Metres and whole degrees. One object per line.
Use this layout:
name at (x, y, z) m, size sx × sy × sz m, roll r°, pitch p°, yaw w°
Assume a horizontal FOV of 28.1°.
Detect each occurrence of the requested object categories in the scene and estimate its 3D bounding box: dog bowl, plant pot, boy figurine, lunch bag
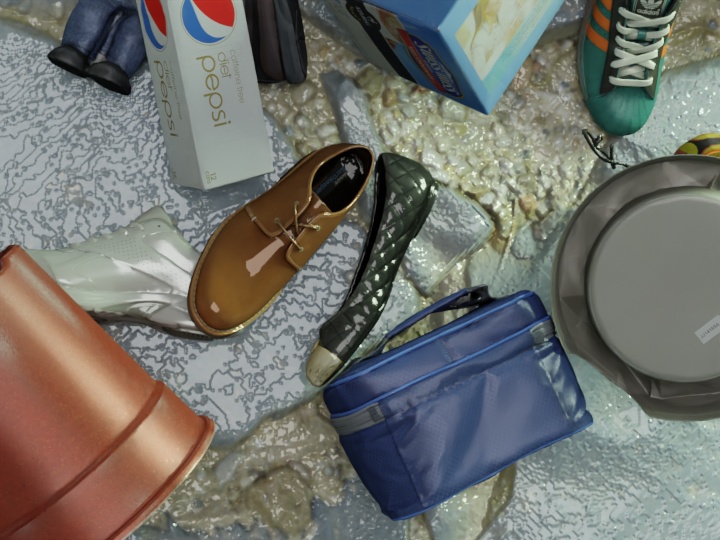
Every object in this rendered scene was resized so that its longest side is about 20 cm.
dog bowl at (0.241, 0.010, 1.075) m, size 0.199 × 0.059 × 0.201 m, roll 2°, pitch 102°, yaw 9°
plant pot at (-0.241, 0.100, 1.029) m, size 0.201 × 0.201 × 0.195 m, roll -39°, pitch 101°, yaw -8°
boy figurine at (-0.173, -0.241, 1.153) m, size 0.124 × 0.064 × 0.201 m, roll 25°, pitch 87°, yaw -2°
lunch bag at (0.076, 0.090, 1.113) m, size 0.200 × 0.136 × 0.133 m, roll -26°, pitch 89°, yaw -10°

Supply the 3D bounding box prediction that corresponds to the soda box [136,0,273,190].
soda box at (-0.125, -0.168, 1.113) m, size 0.063 × 0.068 × 0.201 m, roll -18°, pitch 106°, yaw -26°

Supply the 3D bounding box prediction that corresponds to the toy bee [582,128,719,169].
toy bee at (0.281, -0.059, 1.137) m, size 0.109 × 0.200 × 0.131 m, roll -36°, pitch 47°, yaw 15°

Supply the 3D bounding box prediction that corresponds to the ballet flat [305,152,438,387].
ballet flat at (0.000, 0.000, 1.149) m, size 0.057 × 0.066 × 0.201 m, roll 28°, pitch 75°, yaw -10°

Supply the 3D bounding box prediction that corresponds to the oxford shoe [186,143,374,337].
oxford shoe at (-0.061, -0.032, 1.114) m, size 0.071 × 0.071 × 0.200 m, roll 44°, pitch 66°, yaw -13°

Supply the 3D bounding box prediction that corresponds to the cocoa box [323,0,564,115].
cocoa box at (0.085, -0.251, 1.122) m, size 0.131 × 0.133 × 0.200 m, roll 29°, pitch 81°, yaw 31°

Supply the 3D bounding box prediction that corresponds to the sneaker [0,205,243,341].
sneaker at (-0.186, -0.005, 1.133) m, size 0.199 × 0.078 × 0.100 m, roll 10°, pitch 77°, yaw -14°

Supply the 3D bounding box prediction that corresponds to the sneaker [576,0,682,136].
sneaker at (0.222, -0.207, 1.169) m, size 0.071 × 0.080 × 0.201 m, roll 2°, pitch 100°, yaw -6°

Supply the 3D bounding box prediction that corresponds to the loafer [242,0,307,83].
loafer at (-0.087, -0.235, 1.124) m, size 0.063 × 0.072 × 0.201 m, roll -7°, pitch 121°, yaw 7°
